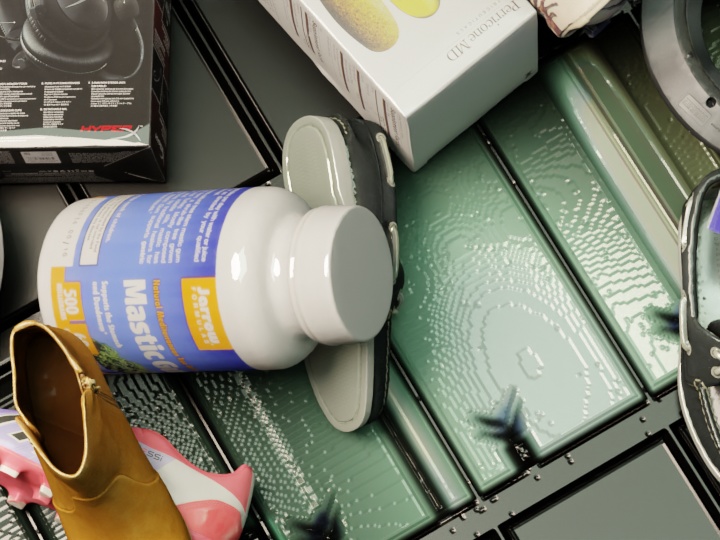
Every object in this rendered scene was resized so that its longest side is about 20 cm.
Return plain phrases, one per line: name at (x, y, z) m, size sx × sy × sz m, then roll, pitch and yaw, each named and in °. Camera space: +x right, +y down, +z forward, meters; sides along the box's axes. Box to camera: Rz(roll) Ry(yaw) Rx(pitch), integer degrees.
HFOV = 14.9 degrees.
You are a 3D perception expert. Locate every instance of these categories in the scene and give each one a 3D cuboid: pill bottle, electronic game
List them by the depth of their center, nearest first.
pill bottle at (-0.086, 0.006, 1.673) m, size 0.200 × 0.112 × 0.112 m, roll -3°, pitch 71°, yaw 29°
electronic game at (0.278, -0.158, 1.766) m, size 0.199 × 0.042 × 0.201 m, roll 1°, pitch 75°, yaw -4°

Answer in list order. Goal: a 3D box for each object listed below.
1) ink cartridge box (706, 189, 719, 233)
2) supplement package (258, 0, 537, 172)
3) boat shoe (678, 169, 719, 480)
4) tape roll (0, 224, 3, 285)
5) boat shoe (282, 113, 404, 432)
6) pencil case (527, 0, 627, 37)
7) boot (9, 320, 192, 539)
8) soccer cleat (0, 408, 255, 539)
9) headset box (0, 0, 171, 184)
ink cartridge box at (0.335, -0.066, 1.687) m, size 0.200 × 0.043 × 0.198 m, roll 26°, pitch 63°, yaw -4°
supplement package at (0.010, -0.183, 1.758) m, size 0.114 × 0.110 × 0.200 m, roll -40°, pitch 75°, yaw -8°
boat shoe at (0.230, 0.037, 1.694) m, size 0.075 × 0.060 × 0.200 m, roll -11°, pitch 73°, yaw 1°
tape roll at (-0.325, -0.010, 1.712) m, size 0.202 × 0.071 × 0.203 m, roll 1°, pitch 95°, yaw 16°
boat shoe at (0.000, 0.000, 1.726) m, size 0.060 × 0.076 × 0.201 m, roll -2°, pitch 87°, yaw -38°
pencil case at (0.097, -0.238, 1.718) m, size 0.200 × 0.089 × 0.078 m, roll 49°, pitch 125°, yaw 7°
boot at (-0.155, 0.127, 1.597) m, size 0.071 × 0.144 × 0.202 m, roll -24°, pitch 84°, yaw 0°
soccer cleat at (-0.163, 0.121, 1.707) m, size 0.200 × 0.067 × 0.077 m, roll 23°, pitch 66°, yaw 9°
headset box at (-0.200, -0.161, 1.784) m, size 0.148 × 0.077 × 0.200 m, roll -1°, pitch 72°, yaw 3°
